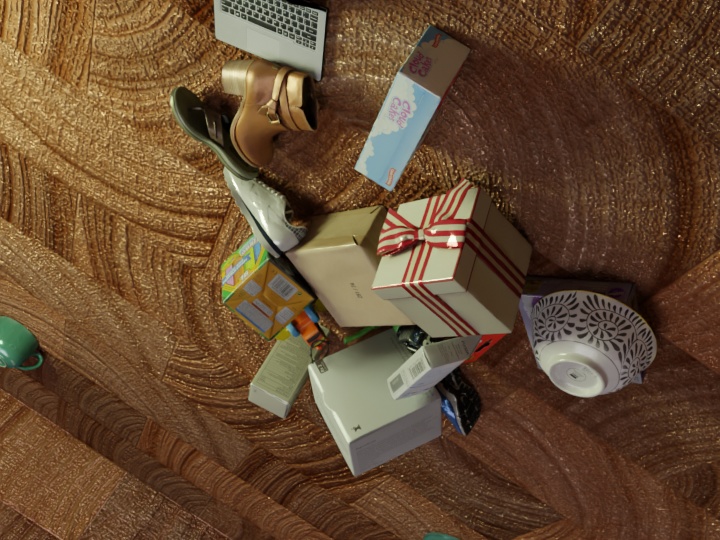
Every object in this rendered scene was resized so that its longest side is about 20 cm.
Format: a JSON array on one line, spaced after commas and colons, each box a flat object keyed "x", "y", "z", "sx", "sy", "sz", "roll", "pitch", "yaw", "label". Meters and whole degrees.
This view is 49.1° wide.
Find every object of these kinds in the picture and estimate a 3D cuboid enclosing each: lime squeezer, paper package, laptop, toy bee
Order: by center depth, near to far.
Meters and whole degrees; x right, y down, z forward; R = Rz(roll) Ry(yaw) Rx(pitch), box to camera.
[{"x": -0.153, "y": -0.347, "z": 1.098, "sx": 0.186, "sy": 0.116, "sz": 0.200, "roll": 25, "pitch": 144, "yaw": 11, "label": "laptop"}, {"x": 0.000, "y": 0.000, "z": 1.403, "sx": 0.190, "sy": 0.104, "sz": 0.200, "roll": -6, "pitch": 130, "yaw": 41, "label": "paper package"}, {"x": 0.064, "y": 0.117, "z": 1.530, "sx": 0.199, "sy": 0.071, "sz": 0.038, "roll": 8, "pitch": 131, "yaw": -18, "label": "lime squeezer"}, {"x": -0.112, "y": 0.118, "z": 1.596, "sx": 0.130, "sy": 0.201, "sz": 0.109, "roll": -17, "pitch": 150, "yaw": 13, "label": "toy bee"}]

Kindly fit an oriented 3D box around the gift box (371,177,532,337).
[{"x": 0.135, "y": -0.023, "z": 1.215, "sx": 0.184, "sy": 0.201, "sz": 0.187, "roll": -13, "pitch": 141, "yaw": 40, "label": "gift box"}]

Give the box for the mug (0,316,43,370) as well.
[{"x": -1.118, "y": 0.247, "z": 2.522, "sx": 0.184, "sy": 0.115, "sz": 0.152, "roll": 31, "pitch": 144, "yaw": 2, "label": "mug"}]

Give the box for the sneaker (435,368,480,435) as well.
[{"x": 0.176, "y": 0.251, "z": 1.603, "sx": 0.089, "sy": 0.079, "sz": 0.201, "roll": -2, "pitch": 125, "yaw": 48, "label": "sneaker"}]

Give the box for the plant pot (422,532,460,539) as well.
[{"x": 0.231, "y": 0.863, "z": 2.175, "sx": 0.199, "sy": 0.188, "sz": 0.201, "roll": 20, "pitch": 142, "yaw": 16, "label": "plant pot"}]

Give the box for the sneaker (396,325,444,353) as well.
[{"x": 0.150, "y": 0.104, "z": 1.405, "sx": 0.199, "sy": 0.112, "sz": 0.073, "roll": -18, "pitch": 122, "yaw": 47, "label": "sneaker"}]

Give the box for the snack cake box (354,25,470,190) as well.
[{"x": 0.068, "y": -0.218, "z": 1.084, "sx": 0.067, "sy": 0.115, "sz": 0.200, "roll": 31, "pitch": 144, "yaw": 2, "label": "snack cake box"}]

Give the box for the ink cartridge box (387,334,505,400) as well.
[{"x": 0.166, "y": 0.167, "z": 1.412, "sx": 0.160, "sy": 0.199, "sz": 0.047, "roll": -54, "pitch": 50, "yaw": 54, "label": "ink cartridge box"}]

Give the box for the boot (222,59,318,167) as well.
[{"x": -0.131, "y": -0.235, "z": 1.244, "sx": 0.154, "sy": 0.074, "sz": 0.201, "roll": 15, "pitch": 141, "yaw": 26, "label": "boot"}]

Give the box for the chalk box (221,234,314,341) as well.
[{"x": -0.179, "y": 0.012, "z": 1.491, "sx": 0.124, "sy": 0.200, "sz": 0.125, "roll": -43, "pitch": 115, "yaw": 10, "label": "chalk box"}]

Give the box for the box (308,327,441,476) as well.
[{"x": 0.028, "y": 0.252, "z": 1.535, "sx": 0.199, "sy": 0.199, "sz": 0.131, "roll": 56, "pitch": 163, "yaw": 39, "label": "box"}]

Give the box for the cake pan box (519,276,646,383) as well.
[{"x": 0.365, "y": 0.098, "z": 1.292, "sx": 0.183, "sy": 0.052, "sz": 0.201, "roll": 7, "pitch": 137, "yaw": 34, "label": "cake pan box"}]

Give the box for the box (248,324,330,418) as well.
[{"x": -0.149, "y": 0.199, "z": 1.665, "sx": 0.095, "sy": 0.200, "sz": 0.078, "roll": 27, "pitch": 145, "yaw": 6, "label": "box"}]

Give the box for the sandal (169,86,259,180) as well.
[{"x": -0.238, "y": -0.239, "z": 1.335, "sx": 0.057, "sy": 0.080, "sz": 0.201, "roll": -30, "pitch": 120, "yaw": 32, "label": "sandal"}]

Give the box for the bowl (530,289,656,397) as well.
[{"x": 0.347, "y": 0.134, "z": 1.225, "sx": 0.200, "sy": 0.094, "sz": 0.201, "roll": 20, "pitch": 143, "yaw": 16, "label": "bowl"}]

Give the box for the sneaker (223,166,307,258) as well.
[{"x": -0.171, "y": -0.120, "z": 1.400, "sx": 0.200, "sy": 0.080, "sz": 0.076, "roll": 56, "pitch": -172, "yaw": 14, "label": "sneaker"}]
